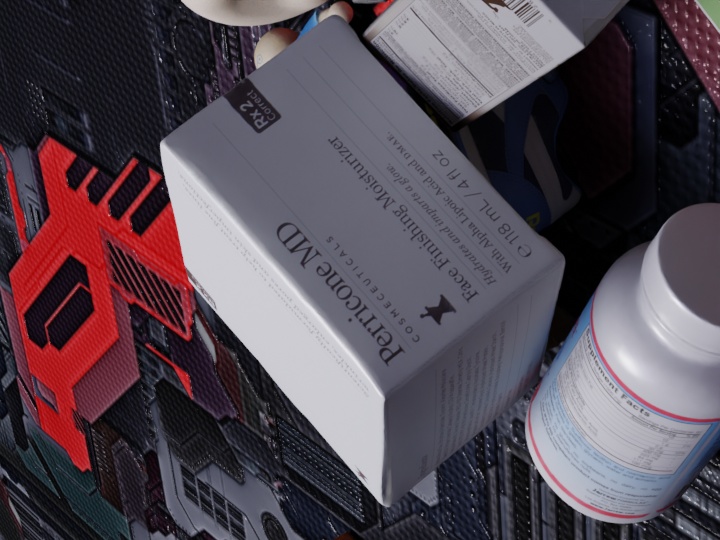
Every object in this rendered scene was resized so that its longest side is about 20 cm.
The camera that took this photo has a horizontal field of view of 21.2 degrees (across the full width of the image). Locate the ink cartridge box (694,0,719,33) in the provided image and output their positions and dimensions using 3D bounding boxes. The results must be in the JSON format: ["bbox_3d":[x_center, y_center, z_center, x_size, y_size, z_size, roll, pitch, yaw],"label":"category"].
[{"bbox_3d":[0.192,-0.200,0.914,0.146,0.048,0.200,56,164,14],"label":"ink cartridge box"}]

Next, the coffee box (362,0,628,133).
[{"bbox_3d":[0.088,-0.154,0.995,0.080,0.113,0.200,45,164,-5],"label":"coffee box"}]

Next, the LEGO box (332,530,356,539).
[{"bbox_3d":[0.026,0.335,1.576,0.200,0.077,0.150,35,141,40],"label":"LEGO box"}]

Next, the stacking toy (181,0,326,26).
[{"bbox_3d":[-0.083,-0.271,1.239,0.147,0.145,0.201,107,144,-51],"label":"stacking toy"}]

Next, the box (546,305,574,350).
[{"bbox_3d":[0.045,-0.021,1.243,0.200,0.021,0.163,51,163,-1],"label":"box"}]

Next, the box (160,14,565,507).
[{"bbox_3d":[0.000,0.000,1.112,0.199,0.130,0.200,48,165,18],"label":"box"}]

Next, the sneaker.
[{"bbox_3d":[0.075,-0.113,1.149,0.074,0.082,0.202,170,85,-74],"label":"sneaker"}]

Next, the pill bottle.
[{"bbox_3d":[0.170,0.052,1.087,0.109,0.108,0.201,51,148,20],"label":"pill bottle"}]

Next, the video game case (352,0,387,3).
[{"bbox_3d":[0.022,-0.267,0.997,0.025,0.181,0.202,3,121,27],"label":"video game case"}]

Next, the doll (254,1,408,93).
[{"bbox_3d":[-0.001,-0.118,1.282,0.200,0.048,0.137,34,151,42],"label":"doll"}]
